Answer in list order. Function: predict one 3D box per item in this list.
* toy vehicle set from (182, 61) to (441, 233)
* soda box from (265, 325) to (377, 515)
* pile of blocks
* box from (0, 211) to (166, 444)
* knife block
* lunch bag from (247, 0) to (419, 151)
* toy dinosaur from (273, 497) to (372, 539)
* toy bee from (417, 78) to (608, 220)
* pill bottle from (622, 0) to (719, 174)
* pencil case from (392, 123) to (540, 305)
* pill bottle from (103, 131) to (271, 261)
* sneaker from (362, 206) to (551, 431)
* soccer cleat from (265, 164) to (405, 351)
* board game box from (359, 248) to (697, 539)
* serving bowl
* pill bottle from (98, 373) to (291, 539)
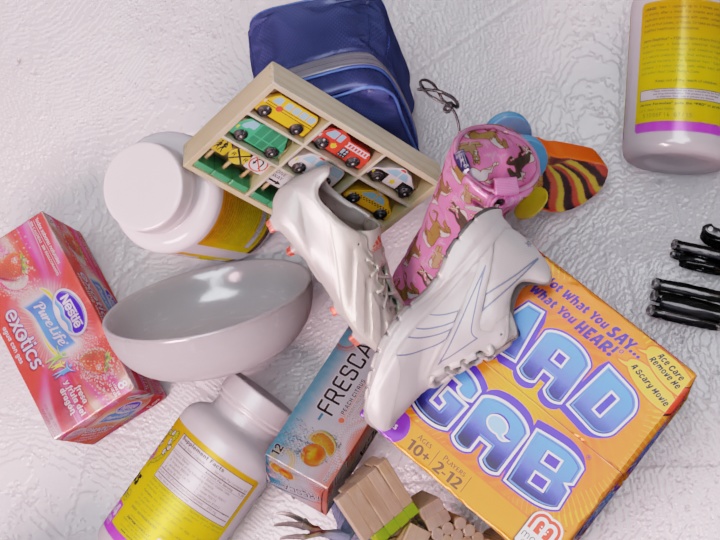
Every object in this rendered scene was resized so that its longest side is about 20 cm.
[{"bbox_3d":[-0.041,-0.092,1.290,0.124,0.199,0.027,-38,40,32],"label":"toy vehicle set"},{"bbox_3d":[-0.010,0.118,1.339,0.068,0.064,0.201,27,61,13],"label":"soda box"},{"bbox_3d":[0.057,0.239,1.321,0.199,0.062,0.083,32,81,-16],"label":"pile of blocks"},{"bbox_3d":[-0.283,0.058,1.424,0.094,0.103,0.201,-31,75,4],"label":"box"},{"bbox_3d":[0.363,0.041,1.318,0.175,0.064,0.201,-33,77,5],"label":"knife block"},{"bbox_3d":[-0.020,-0.143,1.359,0.134,0.200,0.134,-12,60,11],"label":"lunch bag"},{"bbox_3d":[0.002,0.251,1.369,0.198,0.105,0.184,-4,68,-24],"label":"toy dinosaur"},{"bbox_3d":[0.122,-0.094,1.363,0.198,0.131,0.109,28,114,-3],"label":"toy bee"},{"bbox_3d":[0.297,-0.196,1.347,0.103,0.104,0.203,3,82,12],"label":"pill bottle"},{"bbox_3d":[0.089,-0.034,1.292,0.083,0.201,0.086,42,49,16],"label":"pencil case"},{"bbox_3d":[-0.158,-0.068,1.361,0.108,0.200,0.111,-1,87,17],"label":"pill bottle"},{"bbox_3d":[0.074,0.048,1.165,0.087,0.075,0.201,36,89,10],"label":"sneaker"},{"bbox_3d":[0.000,0.000,1.284,0.077,0.069,0.201,-34,103,20],"label":"soccer cleat"},{"bbox_3d":[0.150,0.117,1.276,0.199,0.200,0.200,39,89,14],"label":"board game box"},{"bbox_3d":[-0.135,0.054,1.362,0.197,0.200,0.067,-10,107,9],"label":"serving bowl"},{"bbox_3d":[-0.148,0.196,1.365,0.104,0.104,0.201,36,88,14],"label":"pill bottle"}]
